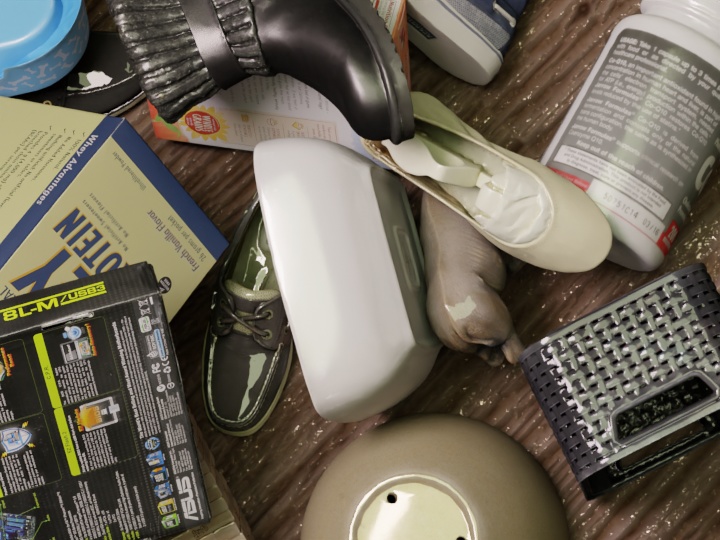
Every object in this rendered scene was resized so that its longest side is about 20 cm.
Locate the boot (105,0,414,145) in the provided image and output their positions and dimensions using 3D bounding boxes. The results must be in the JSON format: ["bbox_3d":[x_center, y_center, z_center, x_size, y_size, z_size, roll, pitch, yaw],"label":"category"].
[{"bbox_3d":[-0.069,-0.140,1.195,0.157,0.080,0.212,-27,58,-10],"label":"boot"}]

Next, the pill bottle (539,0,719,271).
[{"bbox_3d":[0.213,-0.112,1.280,0.113,0.114,0.201,29,85,14],"label":"pill bottle"}]

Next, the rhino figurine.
[{"bbox_3d":[0.076,-0.018,1.281,0.060,0.087,0.201,-32,47,28],"label":"rhino figurine"}]

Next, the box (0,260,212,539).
[{"bbox_3d":[-0.206,0.108,1.146,0.191,0.201,0.048,-15,35,-8],"label":"box"}]

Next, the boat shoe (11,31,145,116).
[{"bbox_3d":[-0.256,-0.154,1.393,0.199,0.063,0.074,-6,72,6],"label":"boat shoe"}]

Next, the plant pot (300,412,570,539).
[{"bbox_3d":[0.044,0.193,1.235,0.198,0.134,0.202,-2,78,9],"label":"plant pot"}]

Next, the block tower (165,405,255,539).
[{"bbox_3d":[-0.121,0.164,1.264,0.057,0.054,0.201,-27,104,0],"label":"block tower"}]

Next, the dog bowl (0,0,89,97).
[{"bbox_3d":[-0.299,-0.178,1.347,0.198,0.050,0.112,-12,60,8],"label":"dog bowl"}]

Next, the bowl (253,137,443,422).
[{"bbox_3d":[0.000,0.000,1.242,0.074,0.200,0.202,-16,83,11],"label":"bowl"}]

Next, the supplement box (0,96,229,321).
[{"bbox_3d":[-0.242,-0.003,1.254,0.199,0.134,0.201,14,61,47],"label":"supplement box"}]

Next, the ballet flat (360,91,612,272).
[{"bbox_3d":[0.081,-0.059,1.222,0.199,0.069,0.070,33,85,24],"label":"ballet flat"}]

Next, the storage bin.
[{"bbox_3d":[0.191,0.080,1.199,0.134,0.200,0.094,-27,76,3],"label":"storage bin"}]

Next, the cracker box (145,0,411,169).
[{"bbox_3d":[-0.063,-0.150,1.319,0.198,0.134,0.058,9,54,11],"label":"cracker box"}]

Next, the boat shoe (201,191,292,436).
[{"bbox_3d":[-0.081,0.021,1.325,0.071,0.066,0.203,12,81,11],"label":"boat shoe"}]

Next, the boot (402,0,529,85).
[{"bbox_3d":[0.047,-0.229,1.309,0.072,0.200,0.091,10,68,49],"label":"boot"}]
